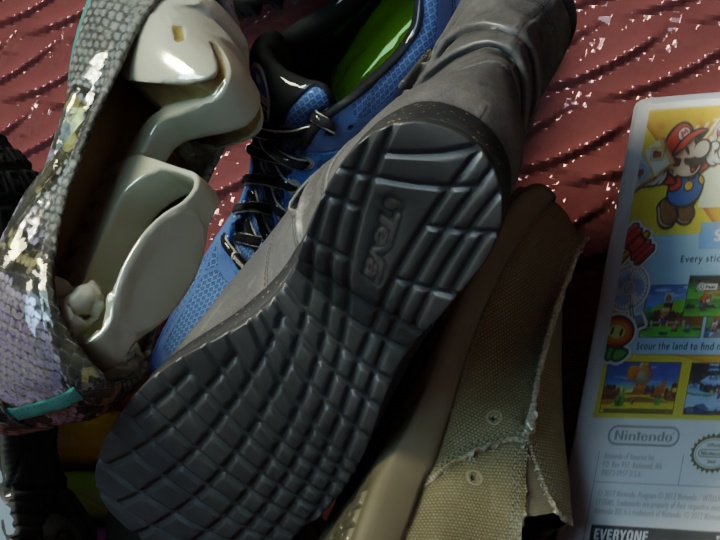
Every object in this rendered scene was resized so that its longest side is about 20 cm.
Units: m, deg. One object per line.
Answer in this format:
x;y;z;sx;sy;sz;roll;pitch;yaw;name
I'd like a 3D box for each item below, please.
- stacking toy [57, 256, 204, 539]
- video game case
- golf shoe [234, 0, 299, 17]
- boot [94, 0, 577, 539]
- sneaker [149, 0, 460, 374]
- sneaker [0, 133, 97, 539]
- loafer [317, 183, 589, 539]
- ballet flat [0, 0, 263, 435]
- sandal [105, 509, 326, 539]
-0.115;0.086;0.917;0.116;0.110;0.201;-18;71;31;stacking toy
0.153;0.029;0.753;0.200;0.023;0.183;-2;70;41;video game case
-0.058;-0.148;0.925;0.078;0.095;0.200;-50;25;-19;golf shoe
0.000;0.000;0.805;0.200;0.070;0.132;-46;8;31;boot
-0.020;-0.040;0.886;0.079;0.089;0.200;35;95;45;sneaker
-0.142;0.049;0.847;0.090;0.076;0.201;-5;84;20;sneaker
0.034;0.061;0.800;0.076;0.067;0.200;-45;17;57;loafer
-0.067;-0.035;0.817;0.072;0.072;0.201;-7;52;39;ballet flat
-0.015;0.123;0.837;0.080;0.057;0.201;-48;63;12;sandal
